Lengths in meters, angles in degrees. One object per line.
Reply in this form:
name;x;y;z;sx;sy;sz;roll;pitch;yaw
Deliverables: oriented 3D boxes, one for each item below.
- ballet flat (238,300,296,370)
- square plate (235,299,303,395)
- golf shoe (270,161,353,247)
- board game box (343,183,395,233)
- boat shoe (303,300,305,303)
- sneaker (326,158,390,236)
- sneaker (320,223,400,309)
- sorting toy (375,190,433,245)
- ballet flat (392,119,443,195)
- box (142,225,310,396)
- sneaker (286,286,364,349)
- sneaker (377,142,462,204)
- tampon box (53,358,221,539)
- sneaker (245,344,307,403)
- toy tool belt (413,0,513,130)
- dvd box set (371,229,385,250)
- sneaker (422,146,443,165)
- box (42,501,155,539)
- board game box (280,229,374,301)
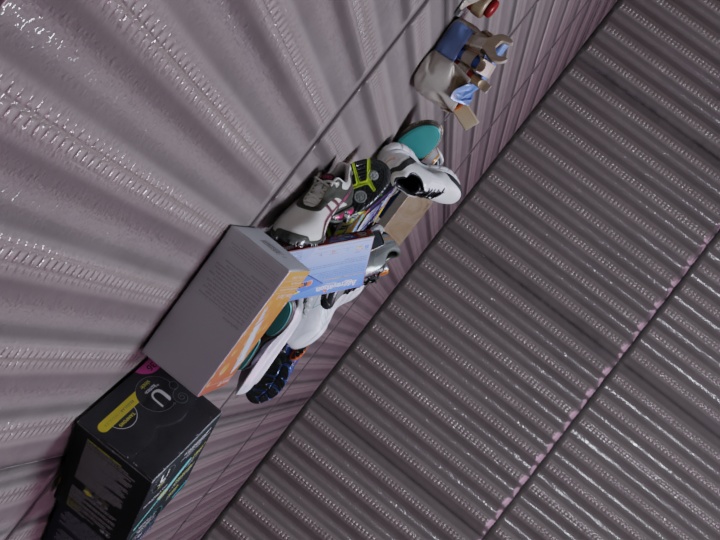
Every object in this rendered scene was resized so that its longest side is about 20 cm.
ballet flat;-0.161;0.093;1.724;0.200;0.073;0.073;-50;176;33
square plate;-0.159;0.126;1.858;0.198;0.028;0.200;-55;-172;9
golf shoe;-0.068;-0.095;1.449;0.200;0.077;0.088;-45;150;-60
board game box;-0.025;-0.076;1.811;0.200;0.057;0.165;-57;173;35
boat shoe;-0.105;0.083;2.013;0.200;0.066;0.075;-51;176;-39
sneaker;-0.036;-0.102;1.595;0.200;0.075;0.076;-41;179;-5
sneaker;0.000;0.000;1.804;0.200;0.079;0.074;-48;174;-30
sorting toy;0.043;-0.093;2.041;0.199;0.070;0.200;-52;167;9
ballet flat;0.083;-0.216;1.832;0.200;0.068;0.075;-51;-163;39
box;-0.172;0.050;1.318;0.200;0.097;0.124;-53;173;7
sneaker;-0.081;0.061;1.931;0.200;0.080;0.070;-50;-150;-1
sneaker;0.109;-0.151;1.792;0.200;0.080;0.074;21;130;-40
tampon box;-0.299;0.245;1.345;0.150;0.126;0.200;-46;170;-46
sneaker;-0.174;0.208;2.201;0.200;0.075;0.078;-50;176;-6
toy tool belt;0.183;-0.333;1.596;0.200;0.123;0.125;-55;173;18
dvd box set;-0.054;-0.013;1.622;0.146;0.030;0.200;-24;180;-18
sneaker;0.110;-0.203;1.966;0.079;0.079;0.200;-52;175;-7
box;-0.371;0.353;1.502;0.148;0.107;0.200;-46;171;-47
board game box;-0.079;-0.001;1.477;0.199;0.019;0.103;-11;135;-26
